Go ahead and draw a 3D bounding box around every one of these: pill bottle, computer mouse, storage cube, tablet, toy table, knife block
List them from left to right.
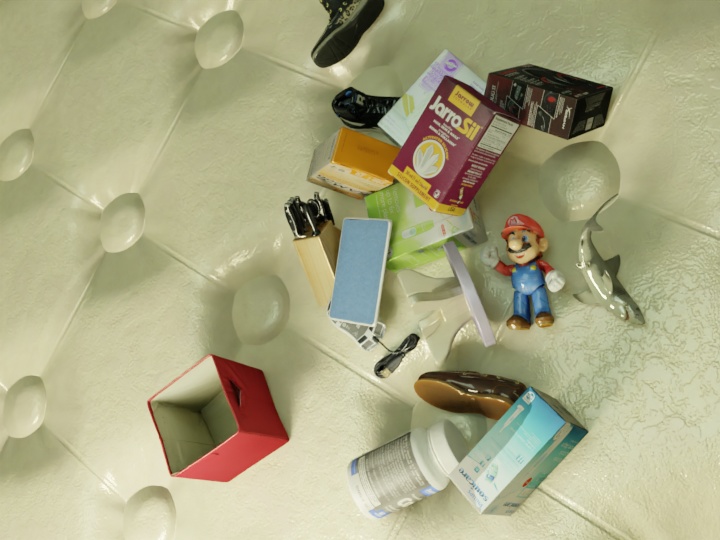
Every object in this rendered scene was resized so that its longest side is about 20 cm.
[{"bbox_3d":[-0.274,0.293,1.653,0.199,0.179,0.172,-35,61,14],"label":"storage cube"},{"bbox_3d":[-0.090,-0.045,1.655,0.063,0.175,0.202,-8,71,27],"label":"knife block"},{"bbox_3d":[0.000,0.000,1.604,0.129,0.014,0.202,6,87,45],"label":"tablet"},{"bbox_3d":[0.016,0.112,1.628,0.200,0.044,0.110,42,103,27],"label":"computer mouse"},{"bbox_3d":[0.085,0.343,1.475,0.199,0.114,0.115,-30,63,19],"label":"pill bottle"},{"bbox_3d":[0.150,0.060,1.504,0.116,0.184,0.201,-23,55,2],"label":"toy table"}]

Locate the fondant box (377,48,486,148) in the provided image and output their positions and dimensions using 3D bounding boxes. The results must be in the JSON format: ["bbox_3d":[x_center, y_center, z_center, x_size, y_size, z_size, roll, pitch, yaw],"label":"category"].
[{"bbox_3d":[0.151,-0.304,1.639,0.144,0.058,0.200,43,91,14],"label":"fondant box"}]

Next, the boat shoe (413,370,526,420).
[{"bbox_3d":[0.194,0.211,1.489,0.198,0.071,0.070,11,42,28],"label":"boat shoe"}]

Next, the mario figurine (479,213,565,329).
[{"bbox_3d":[0.279,-0.001,1.474,0.122,0.106,0.202,-4,78,-8],"label":"mario figurine"}]

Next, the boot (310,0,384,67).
[{"bbox_3d":[-0.059,-0.553,1.858,0.204,0.073,0.154,-47,56,4],"label":"boot"}]

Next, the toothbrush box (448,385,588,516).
[{"bbox_3d":[0.257,0.297,1.374,0.200,0.146,0.085,-48,58,7],"label":"toothbrush box"}]

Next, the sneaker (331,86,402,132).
[{"bbox_3d":[0.031,-0.326,1.711,0.198,0.112,0.074,1,76,29],"label":"sneaker"}]

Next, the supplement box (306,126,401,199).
[{"bbox_3d":[-0.017,-0.202,1.635,0.200,0.125,0.074,166,120,-72],"label":"supplement box"}]

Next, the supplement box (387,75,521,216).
[{"bbox_3d":[0.163,-0.214,1.484,0.131,0.103,0.201,42,112,30],"label":"supplement box"}]

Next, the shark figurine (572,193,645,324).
[{"bbox_3d":[0.408,-0.020,1.416,0.089,0.216,0.128,-32,19,-25],"label":"shark figurine"}]

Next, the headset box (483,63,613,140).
[{"bbox_3d":[0.324,-0.308,1.514,0.199,0.148,0.076,27,123,33],"label":"headset box"}]

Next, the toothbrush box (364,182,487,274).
[{"bbox_3d":[0.122,-0.099,1.607,0.198,0.086,0.147,-20,67,21],"label":"toothbrush box"}]
